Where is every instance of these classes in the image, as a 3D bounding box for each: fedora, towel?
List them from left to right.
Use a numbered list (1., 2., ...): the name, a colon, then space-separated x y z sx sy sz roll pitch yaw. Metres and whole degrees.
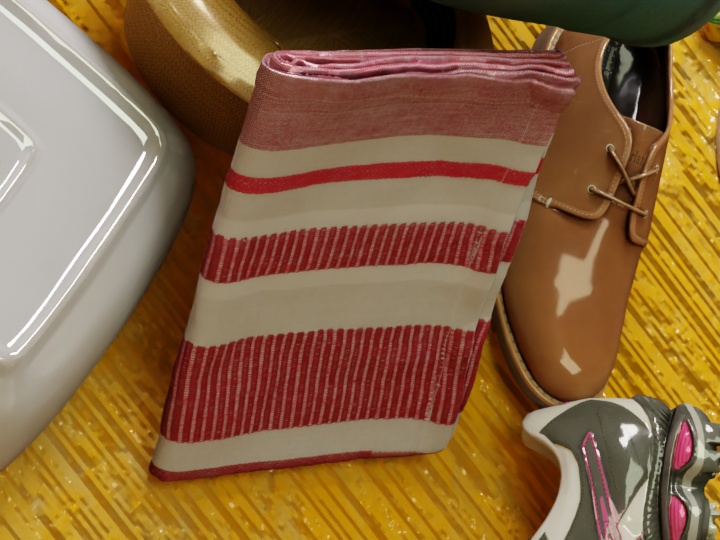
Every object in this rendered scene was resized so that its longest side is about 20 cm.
1. fedora: -0.035 -0.104 1.204 0.200 0.082 0.201 27 40 -25
2. towel: 0.000 0.000 1.153 0.144 0.200 0.023 -3 36 -31

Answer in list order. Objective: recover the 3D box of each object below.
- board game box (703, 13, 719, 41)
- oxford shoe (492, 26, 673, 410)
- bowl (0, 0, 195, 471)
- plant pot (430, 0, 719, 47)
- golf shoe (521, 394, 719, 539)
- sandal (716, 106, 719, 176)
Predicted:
1. board game box: 0.242 -0.191 1.409 0.200 0.095 0.030 -67 148 -27
2. oxford shoe: 0.104 -0.033 1.285 0.071 0.071 0.200 17 67 -27
3. bowl: -0.165 -0.036 1.124 0.200 0.075 0.200 42 58 -14
4. plant pot: 0.044 -0.194 1.148 0.188 0.200 0.201 1 74 -27
5. golf shoe: 0.107 0.153 1.236 0.088 0.077 0.201 4 74 -1
6. sandal: 0.246 -0.111 1.395 0.078 0.070 0.212 44 57 -11
